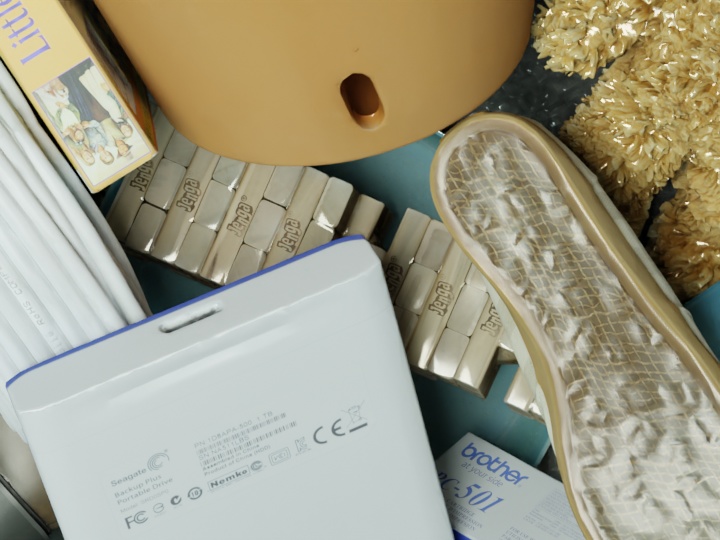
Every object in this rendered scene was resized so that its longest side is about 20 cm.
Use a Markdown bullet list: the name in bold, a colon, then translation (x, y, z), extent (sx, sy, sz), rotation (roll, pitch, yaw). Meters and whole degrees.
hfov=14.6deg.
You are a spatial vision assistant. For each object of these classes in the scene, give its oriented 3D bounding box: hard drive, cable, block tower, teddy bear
- **hard drive**: translation (-0.035, 0.093, 1.001), extent (0.132, 0.025, 0.200), rotation (-23, 129, -9)
- **cable**: translation (-0.138, -0.016, 1.022), extent (0.069, 0.200, 0.200), rotation (-34, 73, -8)
- **block tower**: translation (0.000, 0.000, 1.041), extent (0.199, 0.054, 0.058), rotation (24, 86, 8)
- **teddy bear**: translation (0.131, -0.071, 1.001), extent (0.145, 0.067, 0.200), rotation (40, 119, -4)

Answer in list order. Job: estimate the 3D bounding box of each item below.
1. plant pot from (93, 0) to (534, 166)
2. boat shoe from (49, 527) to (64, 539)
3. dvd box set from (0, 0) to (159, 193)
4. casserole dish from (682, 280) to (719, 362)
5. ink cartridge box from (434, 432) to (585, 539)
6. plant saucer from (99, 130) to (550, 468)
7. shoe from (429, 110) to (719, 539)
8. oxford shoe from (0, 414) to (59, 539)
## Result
- **plant pot**: translation (-0.018, -0.131, 0.965), extent (0.199, 0.200, 0.140), rotation (-1, 128, 18)
- **boat shoe**: translation (-0.080, 0.148, 1.166), extent (0.200, 0.068, 0.072), rotation (41, 120, 0)
- **dvd box set**: translation (-0.137, -0.132, 0.971), extent (0.029, 0.146, 0.200), rotation (-31, 110, 3)
- **casserole dish**: translation (0.163, 0.055, 1.041), extent (0.200, 0.039, 0.121), rotation (-36, 117, 27)
- **ink cartridge box**: translation (0.103, 0.141, 1.031), extent (0.200, 0.044, 0.094), rotation (28, 146, 43)
- **plant saucer**: translation (-0.012, 0.019, 1.109), extent (0.199, 0.027, 0.201), rotation (7, 115, 16)
- **shoe**: translation (0.091, 0.033, 0.973), extent (0.070, 0.053, 0.201), rotation (-29, 82, 18)
- **oxford shoe**: translation (-0.173, 0.020, 1.148), extent (0.084, 0.073, 0.200), rotation (-41, 85, -6)
